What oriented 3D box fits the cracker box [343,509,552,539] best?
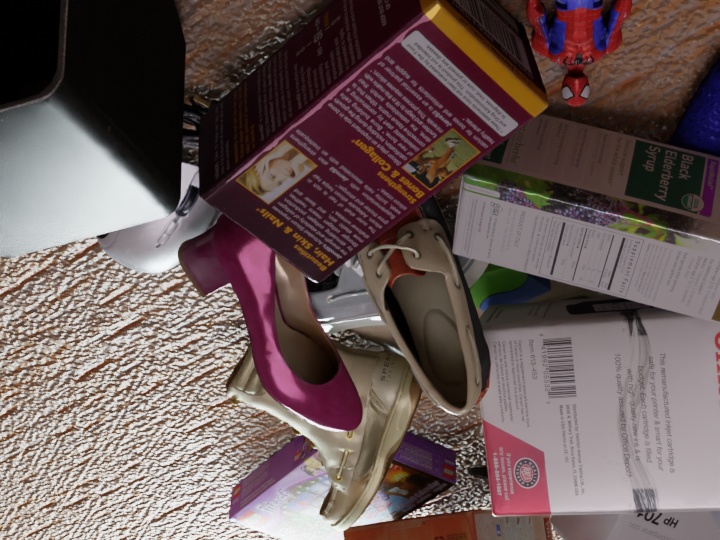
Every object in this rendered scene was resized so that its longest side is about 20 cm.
[{"bbox_3d":[0.088,0.260,1.266,0.133,0.059,0.199,-14,166,26],"label":"cracker box"}]

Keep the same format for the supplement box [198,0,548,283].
[{"bbox_3d":[0.003,-0.099,0.839,0.199,0.086,0.110,-36,128,25],"label":"supplement box"}]

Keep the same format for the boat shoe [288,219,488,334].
[{"bbox_3d":[0.000,-0.001,1.002,0.199,0.071,0.071,-17,141,27],"label":"boat shoe"}]

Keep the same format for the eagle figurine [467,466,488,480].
[{"bbox_3d":[0.221,0.191,1.211,0.200,0.151,0.152,41,91,0],"label":"eagle figurine"}]

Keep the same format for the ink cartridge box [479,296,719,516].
[{"bbox_3d":[0.191,0.096,0.985,0.197,0.084,0.147,-5,100,16],"label":"ink cartridge box"}]

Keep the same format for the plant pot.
[{"bbox_3d":[-0.202,-0.117,0.785,0.198,0.202,0.177,-13,151,20],"label":"plant pot"}]

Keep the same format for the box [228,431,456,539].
[{"bbox_3d":[-0.020,0.208,1.291,0.136,0.039,0.200,25,137,-24],"label":"box"}]

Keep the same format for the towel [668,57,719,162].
[{"bbox_3d":[0.278,-0.059,0.927,0.146,0.050,0.201,7,142,-6],"label":"towel"}]

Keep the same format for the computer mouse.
[{"bbox_3d":[-0.130,-0.046,0.974,0.109,0.044,0.200,23,137,-25],"label":"computer mouse"}]

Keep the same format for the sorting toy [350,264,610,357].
[{"bbox_3d":[0.116,0.044,1.077,0.184,0.037,0.199,28,135,-28],"label":"sorting toy"}]

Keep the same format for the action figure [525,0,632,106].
[{"bbox_3d":[0.130,-0.174,0.797,0.064,0.052,0.201,-5,143,4],"label":"action figure"}]

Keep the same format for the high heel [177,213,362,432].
[{"bbox_3d":[-0.039,0.035,0.968,0.095,0.068,0.201,-23,111,37],"label":"high heel"}]

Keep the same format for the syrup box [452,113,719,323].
[{"bbox_3d":[0.167,-0.039,0.897,0.197,0.079,0.082,14,140,9],"label":"syrup box"}]

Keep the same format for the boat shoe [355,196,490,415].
[{"bbox_3d":[0.035,0.005,0.933,0.070,0.063,0.202,-23,94,14],"label":"boat shoe"}]

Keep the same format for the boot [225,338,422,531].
[{"bbox_3d":[-0.043,0.127,1.136,0.154,0.073,0.201,21,131,-2],"label":"boot"}]

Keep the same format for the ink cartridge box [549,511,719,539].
[{"bbox_3d":[0.269,0.159,1.094,0.145,0.086,0.202,23,97,-24],"label":"ink cartridge box"}]
